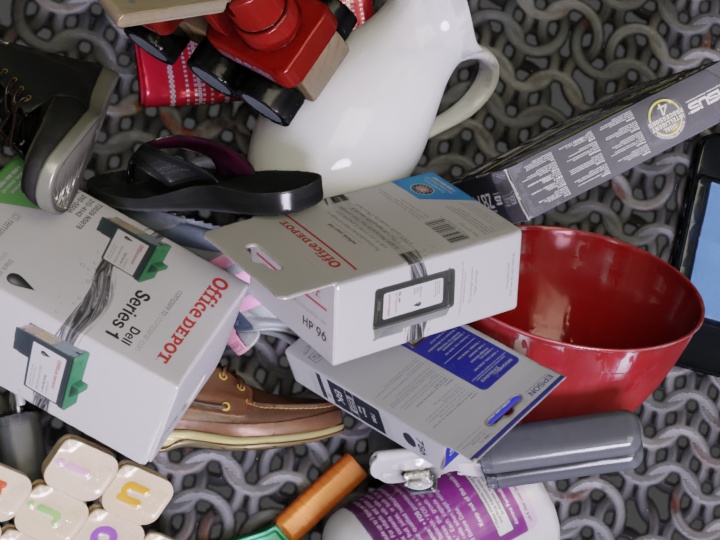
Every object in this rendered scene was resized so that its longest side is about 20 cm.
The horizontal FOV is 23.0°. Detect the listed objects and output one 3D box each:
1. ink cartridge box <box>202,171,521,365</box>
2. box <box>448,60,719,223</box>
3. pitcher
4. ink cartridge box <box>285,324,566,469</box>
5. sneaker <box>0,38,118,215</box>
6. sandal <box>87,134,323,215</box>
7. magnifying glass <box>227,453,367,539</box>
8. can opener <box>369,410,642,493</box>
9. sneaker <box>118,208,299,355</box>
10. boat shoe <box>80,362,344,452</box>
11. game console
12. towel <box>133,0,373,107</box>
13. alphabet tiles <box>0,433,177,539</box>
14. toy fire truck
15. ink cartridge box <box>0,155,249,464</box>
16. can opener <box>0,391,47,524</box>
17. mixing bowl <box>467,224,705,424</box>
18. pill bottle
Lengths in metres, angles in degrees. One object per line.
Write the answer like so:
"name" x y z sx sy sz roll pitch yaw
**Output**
"ink cartridge box" 0.000 0.000 1.251 0.200 0.116 0.068 -15 123 -30
"box" 0.175 -0.095 1.375 0.200 0.161 0.049 -27 94 -16
"pitcher" 0.018 -0.119 1.362 0.200 0.121 0.172 -51 141 -1
"ink cartridge box" 0.047 0.078 1.274 0.099 0.200 0.039 -38 133 -24
"sneaker" -0.242 -0.105 1.260 0.106 0.200 0.075 19 112 -7
"sandal" -0.115 -0.074 1.295 0.075 0.200 0.048 -32 119 -53
"magnifying glass" -0.075 0.216 1.360 0.200 0.022 0.080 -42 97 -14
"can opener" 0.102 0.124 1.279 0.200 0.053 0.066 -5 61 10
"sneaker" -0.099 0.016 1.340 0.200 0.070 0.082 22 79 -11
"boat shoe" -0.109 0.101 1.331 0.200 0.072 0.068 1 88 -13
"game console" 0.354 -0.004 1.440 0.172 0.119 0.200 15 82 -14
"towel" -0.085 -0.205 1.383 0.200 0.022 0.145 -6 89 -16
"alphabet tiles" -0.224 0.215 1.275 0.196 0.015 0.200 29 101 -32
"toy fire truck" -0.122 -0.194 1.235 0.176 0.200 0.129 30 81 27
"ink cartridge box" -0.197 0.026 1.250 0.200 0.084 0.146 28 36 1
"can opener" -0.241 0.118 1.304 0.066 0.053 0.200 -5 88 -16
"mixing bowl" 0.154 0.056 1.362 0.200 0.200 0.108 2 117 -15
"pill bottle" 0.042 0.212 1.345 0.200 0.112 0.112 -27 94 -15
